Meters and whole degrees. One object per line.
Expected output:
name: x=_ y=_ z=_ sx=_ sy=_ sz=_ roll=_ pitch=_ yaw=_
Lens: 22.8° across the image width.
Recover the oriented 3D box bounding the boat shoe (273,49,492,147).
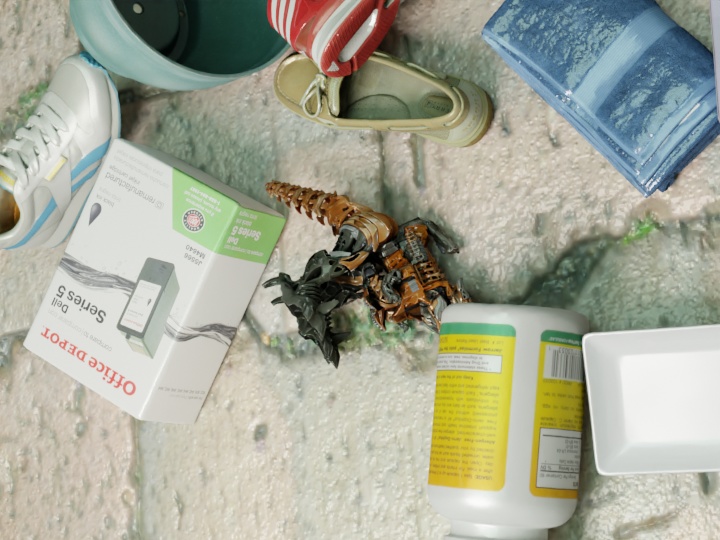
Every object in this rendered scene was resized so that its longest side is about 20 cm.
boat shoe: x=0.008 y=-0.145 z=1.444 sx=0.200 sy=0.063 sz=0.073 roll=19 pitch=92 yaw=29

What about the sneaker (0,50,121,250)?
sneaker: x=-0.273 y=-0.099 z=1.553 sx=0.076 sy=0.081 sz=0.200 roll=41 pitch=120 yaw=28

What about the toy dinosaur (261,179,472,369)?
toy dinosaur: x=0.000 y=0.000 z=1.427 sx=0.136 sy=0.102 sz=0.200 roll=-45 pitch=48 yaw=-9

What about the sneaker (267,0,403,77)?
sneaker: x=0.001 y=-0.260 z=1.437 sx=0.115 sy=0.078 sz=0.200 roll=37 pitch=78 yaw=29

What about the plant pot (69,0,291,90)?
plant pot: x=-0.163 y=-0.236 z=1.493 sx=0.134 sy=0.200 sz=0.201 roll=-22 pitch=71 yaw=53

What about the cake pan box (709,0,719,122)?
cake pan box: x=0.346 y=-0.199 z=1.259 sx=0.199 sy=0.052 sz=0.185 roll=-7 pitch=80 yaw=18

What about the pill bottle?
pill bottle: x=0.108 y=0.129 z=1.325 sx=0.113 sy=0.113 sz=0.201 roll=1 pitch=84 yaw=29

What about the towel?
towel: x=0.191 y=-0.159 z=1.355 sx=0.112 sy=0.049 sz=0.200 roll=-48 pitch=64 yaw=14

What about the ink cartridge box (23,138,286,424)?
ink cartridge box: x=-0.175 y=0.011 z=1.509 sx=0.145 sy=0.084 sz=0.200 roll=28 pitch=97 yaw=28

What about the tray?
tray: x=0.263 y=0.090 z=1.277 sx=0.199 sy=0.022 sz=0.108 roll=-5 pitch=96 yaw=21
